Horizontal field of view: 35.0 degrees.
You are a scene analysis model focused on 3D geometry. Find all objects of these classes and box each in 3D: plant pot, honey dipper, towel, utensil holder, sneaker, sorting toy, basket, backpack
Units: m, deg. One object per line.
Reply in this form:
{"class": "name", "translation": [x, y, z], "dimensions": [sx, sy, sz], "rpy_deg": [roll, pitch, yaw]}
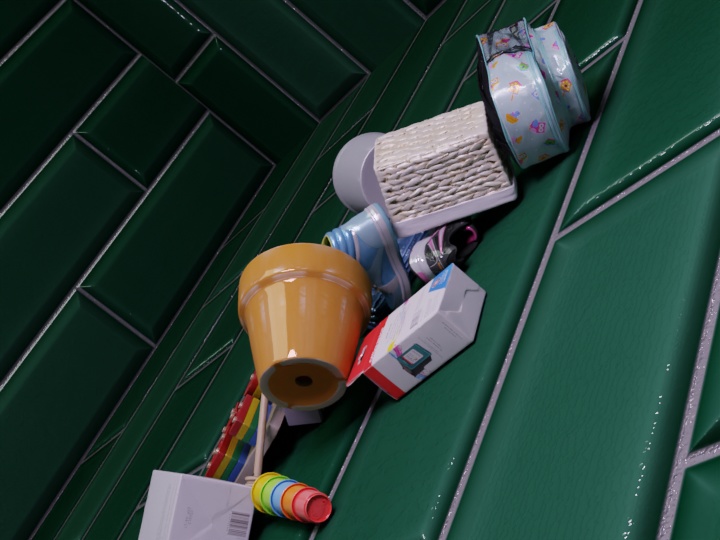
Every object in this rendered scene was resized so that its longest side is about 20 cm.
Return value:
{"class": "plant pot", "translation": [-0.082, 0.094, 1.660], "dimensions": [0.200, 0.200, 0.183], "rpy_deg": [-42, 33, 35]}
{"class": "honey dipper", "translation": [-0.153, 0.262, 1.745], "dimensions": [0.038, 0.038, 0.200], "rpy_deg": [-27, 57, 61]}
{"class": "towel", "translation": [0.035, 0.006, 1.907], "dimensions": [0.112, 0.049, 0.200], "rpy_deg": [6, 54, 42]}
{"class": "utensil holder", "translation": [0.051, -0.180, 2.195], "dimensions": [0.170, 0.170, 0.200], "rpy_deg": [-52, 16, -4]}
{"class": "sneaker", "translation": [0.149, -0.056, 1.762], "dimensions": [0.086, 0.080, 0.200], "rpy_deg": [-17, 34, 35]}
{"class": "sorting toy", "translation": [-0.181, 0.252, 1.895], "dimensions": [0.200, 0.070, 0.199], "rpy_deg": [-60, 6, 32]}
{"class": "basket", "translation": [0.124, -0.156, 1.743], "dimensions": [0.200, 0.123, 0.136], "rpy_deg": [-19, 29, 13]}
{"class": "backpack", "translation": [0.256, -0.258, 1.692], "dimensions": [0.153, 0.176, 0.200], "rpy_deg": [-12, 41, 19]}
{"class": "sneaker", "translation": [0.000, 0.000, 1.761], "dimensions": [0.130, 0.200, 0.080], "rpy_deg": [-25, 36, -8]}

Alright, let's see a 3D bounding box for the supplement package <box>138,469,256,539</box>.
{"class": "supplement package", "translation": [-0.247, 0.370, 1.713], "dimensions": [0.200, 0.120, 0.121], "rpy_deg": [162, 120, -67]}

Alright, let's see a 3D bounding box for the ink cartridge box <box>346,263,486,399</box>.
{"class": "ink cartridge box", "translation": [0.075, 0.094, 1.569], "dimensions": [0.200, 0.067, 0.116], "rpy_deg": [-42, 15, 35]}

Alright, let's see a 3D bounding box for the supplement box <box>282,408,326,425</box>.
{"class": "supplement box", "translation": [-0.083, 0.146, 1.848], "dimensions": [0.061, 0.109, 0.200], "rpy_deg": [-8, 28, 17]}

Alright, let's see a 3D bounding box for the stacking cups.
{"class": "stacking cups", "translation": [-0.093, 0.319, 1.565], "dimensions": [0.061, 0.060, 0.200], "rpy_deg": [-54, 17, -15]}
